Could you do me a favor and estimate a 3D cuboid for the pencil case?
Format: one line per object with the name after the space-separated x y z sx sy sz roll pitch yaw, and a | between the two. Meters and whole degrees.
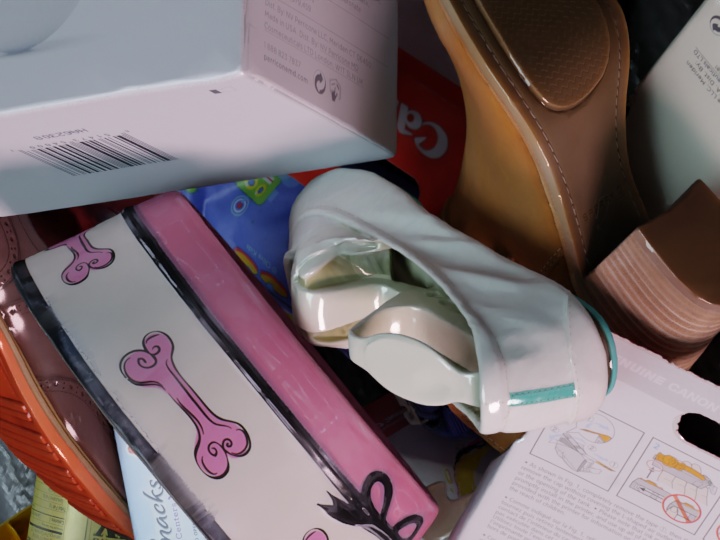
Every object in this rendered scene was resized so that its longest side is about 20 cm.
0.000 0.000 1.323 0.200 0.087 0.078 35 155 30 | pencil case

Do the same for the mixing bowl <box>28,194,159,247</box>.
-0.165 -0.111 1.351 0.199 0.108 0.201 -14 67 35 | mixing bowl

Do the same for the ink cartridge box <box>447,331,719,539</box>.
0.124 0.107 1.162 0.160 0.050 0.201 26 131 0 | ink cartridge box

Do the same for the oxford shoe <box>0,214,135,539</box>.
-0.133 0.036 1.317 0.071 0.073 0.201 18 145 51 | oxford shoe

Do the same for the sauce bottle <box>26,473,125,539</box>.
-0.124 0.127 1.406 0.064 0.065 0.201 11 94 42 | sauce bottle

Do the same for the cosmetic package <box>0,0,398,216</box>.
-0.096 -0.140 1.183 0.198 0.123 0.201 -7 74 28 | cosmetic package

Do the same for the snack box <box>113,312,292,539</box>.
-0.054 0.112 1.362 0.053 0.142 0.201 -10 93 21 | snack box

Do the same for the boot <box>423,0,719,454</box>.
0.055 -0.031 1.156 0.200 0.077 0.155 53 141 5 | boot

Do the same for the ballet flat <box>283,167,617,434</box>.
0.013 0.011 1.117 0.200 0.069 0.070 28 129 51 | ballet flat

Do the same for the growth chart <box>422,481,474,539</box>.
0.106 0.138 1.245 0.199 0.018 0.146 -13 106 12 | growth chart

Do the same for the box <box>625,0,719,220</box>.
0.131 -0.034 1.177 0.068 0.082 0.200 51 135 14 | box

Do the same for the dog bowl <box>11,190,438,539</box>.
-0.047 0.054 1.188 0.200 0.074 0.200 50 180 0 | dog bowl

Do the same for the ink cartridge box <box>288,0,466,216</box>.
0.017 -0.111 1.242 0.162 0.050 0.201 35 111 30 | ink cartridge box

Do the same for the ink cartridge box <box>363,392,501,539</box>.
0.077 0.129 1.319 0.199 0.067 0.117 9 115 42 | ink cartridge box

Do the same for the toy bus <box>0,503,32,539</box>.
-0.119 0.236 1.524 0.200 0.136 0.192 46 166 22 | toy bus
